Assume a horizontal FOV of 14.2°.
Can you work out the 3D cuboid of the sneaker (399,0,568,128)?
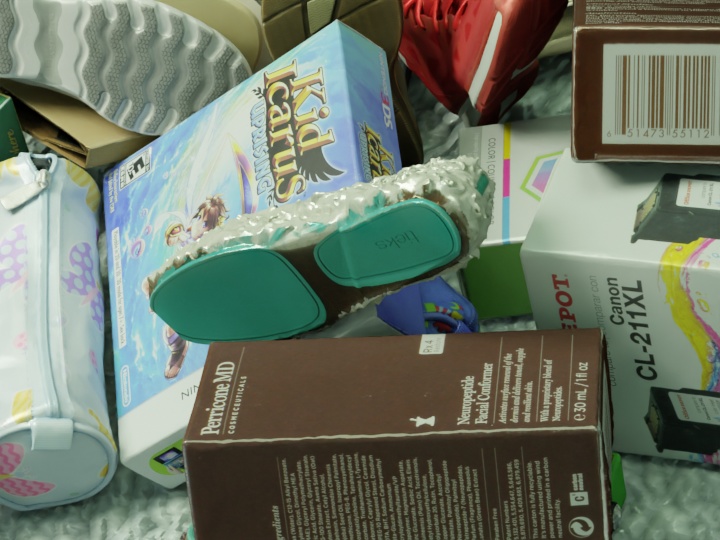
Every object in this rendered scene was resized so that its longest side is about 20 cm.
[{"bbox_3d":[0.045,-0.145,1.615,0.116,0.200,0.078,39,71,7],"label":"sneaker"}]

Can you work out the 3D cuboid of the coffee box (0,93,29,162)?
[{"bbox_3d":[-0.273,-0.074,1.711,0.200,0.123,0.044,22,51,35],"label":"coffee box"}]

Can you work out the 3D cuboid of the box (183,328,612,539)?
[{"bbox_3d":[0.021,0.084,1.401,0.200,0.075,0.100,-4,28,7],"label":"box"}]

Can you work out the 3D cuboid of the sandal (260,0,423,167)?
[{"bbox_3d":[-0.006,-0.124,1.620,0.080,0.200,0.054,-3,49,12],"label":"sandal"}]

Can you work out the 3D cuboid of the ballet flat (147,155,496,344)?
[{"bbox_3d":[-0.013,-0.011,1.437,0.200,0.072,0.072,-15,38,34],"label":"ballet flat"}]

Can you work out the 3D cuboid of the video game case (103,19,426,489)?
[{"bbox_3d":[-0.057,-0.009,1.547,0.181,0.045,0.200,-30,49,28],"label":"video game case"}]

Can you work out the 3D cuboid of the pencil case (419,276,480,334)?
[{"bbox_3d":[0.000,0.000,1.579,0.087,0.078,0.200,-40,44,8],"label":"pencil case"}]

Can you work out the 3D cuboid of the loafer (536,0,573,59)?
[{"bbox_3d":[0.134,-0.172,1.717,0.200,0.068,0.076,-5,27,5],"label":"loafer"}]

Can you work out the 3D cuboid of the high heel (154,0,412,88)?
[{"bbox_3d":[-0.051,-0.166,1.709,0.071,0.200,0.143,-45,23,37],"label":"high heel"}]

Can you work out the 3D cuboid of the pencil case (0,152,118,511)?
[{"bbox_3d":[-0.177,0.032,1.576,0.083,0.091,0.200,14,48,-26],"label":"pencil case"}]

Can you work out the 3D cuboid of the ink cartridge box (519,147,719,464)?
[{"bbox_3d":[0.193,0.025,1.446,0.200,0.146,0.083,5,45,23],"label":"ink cartridge box"}]

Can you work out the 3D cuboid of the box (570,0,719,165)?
[{"bbox_3d":[0.158,-0.107,1.495,0.100,0.075,0.200,1,15,5],"label":"box"}]

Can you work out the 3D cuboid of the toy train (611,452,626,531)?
[{"bbox_3d":[0.041,0.109,1.484,0.200,0.042,0.056,4,37,21],"label":"toy train"}]

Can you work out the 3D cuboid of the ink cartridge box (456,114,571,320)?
[{"bbox_3d":[0.154,-0.037,1.586,0.200,0.059,0.104,-6,42,10],"label":"ink cartridge box"}]

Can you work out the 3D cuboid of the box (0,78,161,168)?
[{"bbox_3d":[-0.135,-0.118,1.724,0.200,0.021,0.163,-16,35,-41],"label":"box"}]

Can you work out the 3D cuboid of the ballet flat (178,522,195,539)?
[{"bbox_3d":[-0.004,0.171,1.407,0.200,0.071,0.069,13,36,32],"label":"ballet flat"}]

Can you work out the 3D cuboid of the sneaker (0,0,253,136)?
[{"bbox_3d":[-0.155,-0.133,1.641,0.200,0.075,0.082,17,14,-2],"label":"sneaker"}]
